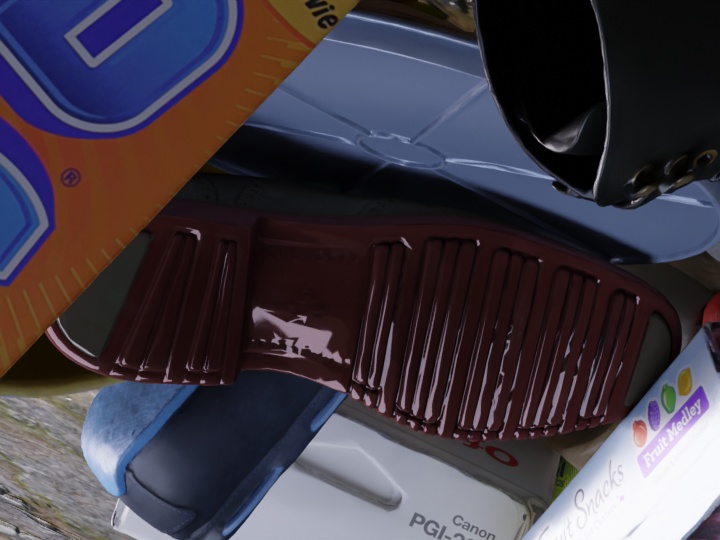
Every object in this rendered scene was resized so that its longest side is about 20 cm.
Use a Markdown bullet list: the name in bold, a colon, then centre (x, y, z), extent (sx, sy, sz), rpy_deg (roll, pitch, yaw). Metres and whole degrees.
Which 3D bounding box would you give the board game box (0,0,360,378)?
- **board game box**: centre (-0.139, -0.105, 0.703), extent (0.200, 0.200, 0.200), rpy_deg (41, -172, -26)

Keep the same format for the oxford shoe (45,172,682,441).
- **oxford shoe**: centre (0.000, 0.000, 0.879), extent (0.199, 0.071, 0.075), rpy_deg (11, -158, -14)

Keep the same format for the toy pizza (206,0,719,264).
- **toy pizza**: centre (0.015, -0.048, 0.829), extent (0.199, 0.032, 0.200), rpy_deg (14, 168, 3)

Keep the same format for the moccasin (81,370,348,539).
- **moccasin**: centre (-0.009, 0.008, 0.986), extent (0.068, 0.200, 0.080), rpy_deg (47, 178, -28)

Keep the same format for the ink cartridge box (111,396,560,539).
- **ink cartridge box**: centre (0.001, 0.060, 1.113), extent (0.145, 0.085, 0.200), rpy_deg (25, -163, 0)

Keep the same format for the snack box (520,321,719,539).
- **snack box**: centre (0.129, 0.089, 0.939), extent (0.141, 0.053, 0.200), rpy_deg (-3, 147, -30)

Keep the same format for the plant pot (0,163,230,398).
- **plant pot**: centre (-0.116, -0.079, 0.936), extent (0.200, 0.200, 0.142), rpy_deg (40, 179, -37)

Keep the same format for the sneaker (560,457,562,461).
- **sneaker**: centre (0.008, 0.063, 1.281), extent (0.199, 0.071, 0.099), rpy_deg (24, 166, 16)

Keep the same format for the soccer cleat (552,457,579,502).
- **soccer cleat**: centre (0.079, 0.112, 1.141), extent (0.064, 0.200, 0.084), rpy_deg (18, 142, 33)

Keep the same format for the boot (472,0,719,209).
- **boot**: centre (0.093, -0.024, 0.688), extent (0.077, 0.138, 0.201), rpy_deg (-3, 118, 47)

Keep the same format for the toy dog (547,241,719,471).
- **toy dog**: centre (0.114, 0.001, 1.009), extent (0.199, 0.097, 0.132), rpy_deg (-5, 145, 29)
